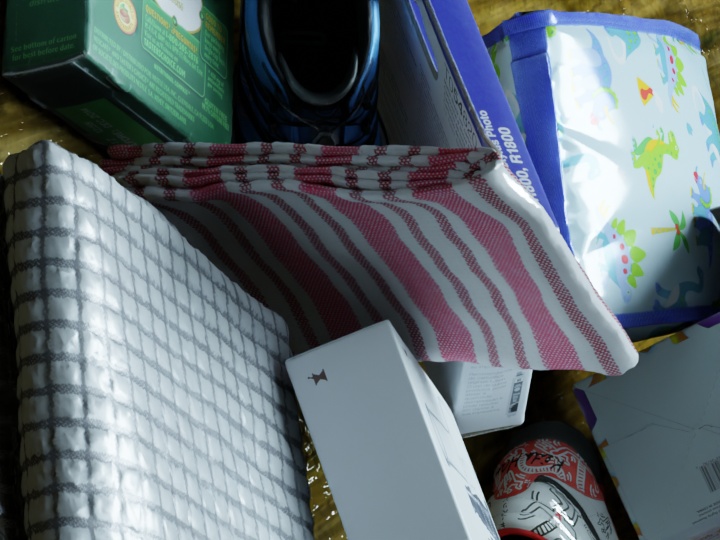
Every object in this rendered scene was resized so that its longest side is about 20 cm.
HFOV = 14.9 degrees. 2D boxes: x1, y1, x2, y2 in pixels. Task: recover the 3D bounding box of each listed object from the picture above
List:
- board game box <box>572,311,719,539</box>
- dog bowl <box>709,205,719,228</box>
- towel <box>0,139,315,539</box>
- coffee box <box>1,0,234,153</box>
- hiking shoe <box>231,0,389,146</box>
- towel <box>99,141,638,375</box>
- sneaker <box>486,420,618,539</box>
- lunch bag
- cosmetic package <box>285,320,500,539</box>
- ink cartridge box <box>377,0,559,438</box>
[{"bbox_3d":[0.199,0.102,1.508,0.103,0.105,0.200,66,8,18],"label":"board game box"},{"bbox_3d":[0.247,0.045,1.415,0.200,0.059,0.200,62,9,-17],"label":"dog bowl"},{"bbox_3d":[-0.092,0.062,1.029,0.200,0.085,0.166,40,37,-59],"label":"towel"},{"bbox_3d":[-0.097,-0.149,1.152,0.123,0.044,0.200,38,47,-56],"label":"coffee box"},{"bbox_3d":[-0.025,-0.074,1.188,0.087,0.074,0.200,-94,178,-66],"label":"hiking shoe"},{"bbox_3d":[0.000,0.000,1.114,0.146,0.200,0.030,49,53,-46],"label":"towel"},{"bbox_3d":[0.118,0.186,1.419,0.202,0.067,0.108,64,26,-19],"label":"sneaker"},{"bbox_3d":[0.123,-0.045,1.463,0.200,0.127,0.170,5,75,-74],"label":"lunch bag"},{"bbox_3d":[0.037,0.135,1.121,0.151,0.052,0.200,49,19,-70],"label":"cosmetic package"},{"bbox_3d":[0.038,-0.061,1.217,0.200,0.041,0.200,95,-20,-53],"label":"ink cartridge box"}]
